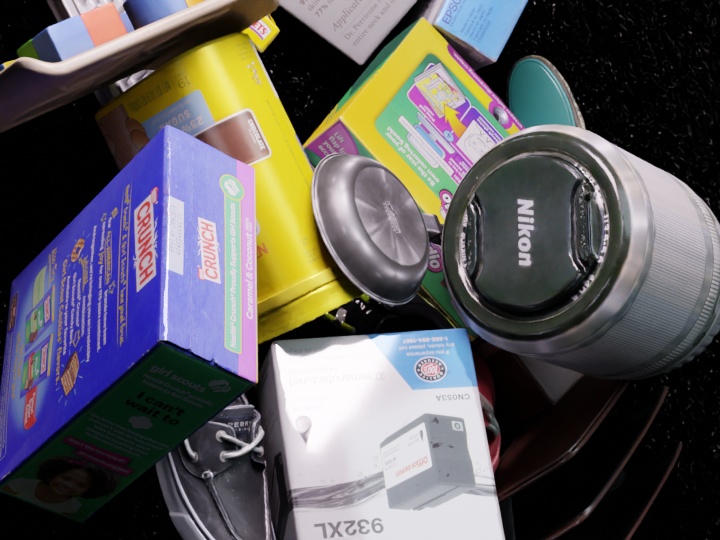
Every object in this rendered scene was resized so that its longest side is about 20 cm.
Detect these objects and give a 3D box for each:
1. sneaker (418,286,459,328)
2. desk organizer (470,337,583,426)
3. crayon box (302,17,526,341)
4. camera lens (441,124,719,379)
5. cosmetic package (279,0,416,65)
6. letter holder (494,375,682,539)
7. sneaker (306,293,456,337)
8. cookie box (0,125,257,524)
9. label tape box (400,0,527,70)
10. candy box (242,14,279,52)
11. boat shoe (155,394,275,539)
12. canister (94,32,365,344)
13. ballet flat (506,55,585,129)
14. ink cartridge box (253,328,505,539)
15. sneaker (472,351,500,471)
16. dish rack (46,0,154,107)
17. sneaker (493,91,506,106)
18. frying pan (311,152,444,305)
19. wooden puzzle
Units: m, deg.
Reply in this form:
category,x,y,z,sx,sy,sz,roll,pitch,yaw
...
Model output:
category,x,y,z,sx,sy,sz,roll,pitch,yaw
sneaker,0.000,0.000,1.600,0.200,0.077,0.089,40,55,-6
desk organizer,0.174,0.035,1.692,0.200,0.072,0.077,-40,94,-35
crayon box,0.067,-0.074,1.607,0.200,0.058,0.173,47,41,-9
camera lens,0.164,-0.008,1.474,0.200,0.160,0.161,18,46,-56
cosmetic package,-0.024,-0.315,1.713,0.200,0.167,0.167,37,23,-17
letter holder,0.185,0.151,1.593,0.101,0.142,0.200,48,38,-3
sneaker,0.001,0.023,1.534,0.199,0.072,0.083,27,1,-12
cookie box,-0.149,0.037,1.310,0.075,0.200,0.172,23,46,-29
label tape box,0.092,-0.240,1.745,0.066,0.200,0.144,29,82,-13
candy box,-0.108,-0.213,1.542,0.102,0.026,0.200,40,5,-11
boat shoe,-0.097,0.115,1.405,0.071,0.068,0.201,1,60,-44
canister,-0.092,-0.049,1.450,0.086,0.148,0.201,-26,90,-44
ballet flat,0.187,-0.096,1.867,0.075,0.068,0.201,14,53,-66
ink cartridge box,0.014,0.150,1.416,0.144,0.084,0.201,-3,65,-14
sneaker,0.081,0.127,1.556,0.074,0.087,0.201,37,40,-17
dish rack,-0.164,-0.179,1.596,0.171,0.044,0.201,-13,70,-50
sneaker,0.050,-0.082,1.702,0.200,0.078,0.076,-26,84,-45
frying pan,0.036,-0.018,1.447,0.190,0.031,0.116,28,45,-40
wooden puzzle,-0.179,-0.150,1.407,0.199,0.185,0.047,-23,90,-33
